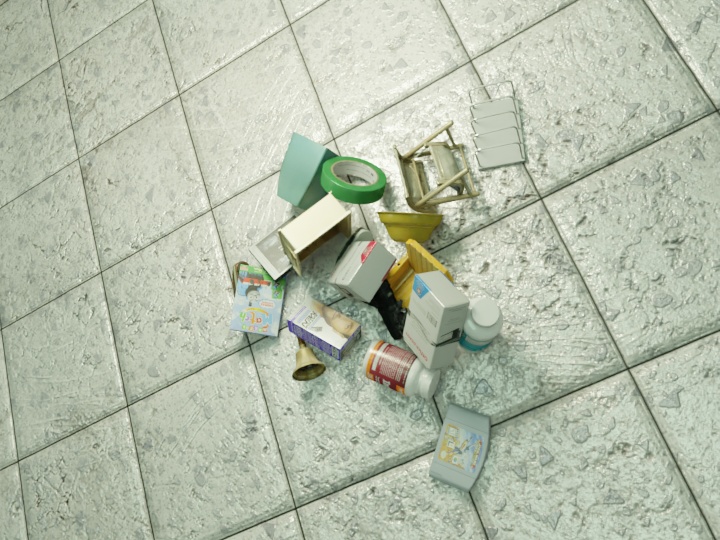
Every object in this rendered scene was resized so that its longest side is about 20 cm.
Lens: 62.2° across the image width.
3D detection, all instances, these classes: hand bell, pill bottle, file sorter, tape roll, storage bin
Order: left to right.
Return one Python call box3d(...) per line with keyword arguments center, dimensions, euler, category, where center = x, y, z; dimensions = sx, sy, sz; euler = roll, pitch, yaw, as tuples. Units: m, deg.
box3d(center=(-0.175, 0.216, 1.794), dimensions=(0.103, 0.104, 0.203), euler=(-26, 57, 13), category="hand bell")
box3d(center=(-0.129, -0.100, 1.754), dimensions=(0.199, 0.199, 0.094), euler=(-38, 73, -14), category="storage bin")
box3d(center=(-0.020, -0.273, 1.792), dimensions=(0.199, 0.199, 0.049), euler=(33, 130, 24), category="tape roll")
box3d(center=(0.113, 0.275, 1.640), dimensions=(0.197, 0.113, 0.115), euler=(19, 84, 24), category="pill bottle")
box3d(center=(0.305, 0.137, 1.544), dimensions=(0.108, 0.201, 0.113), euler=(0, 68, 0), category="pill bottle")
box3d(center=(0.385, -0.414, 1.704), dimensions=(0.136, 0.124, 0.205), euler=(-8, 74, 19), category="file sorter")

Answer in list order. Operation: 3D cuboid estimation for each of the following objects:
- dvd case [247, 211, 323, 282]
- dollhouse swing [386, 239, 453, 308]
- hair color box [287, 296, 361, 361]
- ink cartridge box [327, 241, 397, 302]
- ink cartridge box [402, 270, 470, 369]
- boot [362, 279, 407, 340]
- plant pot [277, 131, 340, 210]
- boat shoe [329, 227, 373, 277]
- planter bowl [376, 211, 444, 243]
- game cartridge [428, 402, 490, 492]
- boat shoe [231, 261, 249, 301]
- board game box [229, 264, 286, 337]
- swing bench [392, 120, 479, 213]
box3d(center=(-0.232, -0.076, 1.874), dimensions=(0.199, 0.025, 0.150), euler=(-39, 66, -13), category="dvd case")
box3d(center=(0.153, 0.047, 1.649), dimensions=(0.182, 0.176, 0.200), euler=(-47, 67, 3), category="dollhouse swing")
box3d(center=(-0.107, 0.168, 1.753), dimensions=(0.198, 0.066, 0.109), euler=(27, 52, 23), category="hair color box")
box3d(center=(0.000, 0.000, 1.669), dimensions=(0.083, 0.199, 0.147), euler=(36, 80, -17), category="ink cartridge box")
box3d(center=(0.189, 0.127, 1.529), dimensions=(0.145, 0.083, 0.203), euler=(51, 141, 46), category="ink cartridge box")
box3d(center=(0.070, 0.113, 1.703), dimensions=(0.073, 0.198, 0.164), euler=(-32, 96, -21), category="boot")
box3d(center=(-0.170, -0.300, 1.883), dimensions=(0.140, 0.141, 0.203), euler=(29, 96, 24), category="plant pot")
box3d(center=(-0.033, -0.038, 1.806), dimensions=(0.202, 0.070, 0.064), euler=(-56, 29, 1), category="boat shoe")
box3d(center=(0.140, -0.121, 1.698), dimensions=(0.196, 0.200, 0.085), euler=(5, 94, 21), category="planter bowl")
box3d(center=(0.269, 0.468, 1.576), dimensions=(0.131, 0.041, 0.204), euler=(14, 82, 28), category="game cartridge")
box3d(center=(-0.373, 0.077, 1.910), dimensions=(0.074, 0.073, 0.207), euler=(-17, 77, 55), category="boat shoe")
box3d(center=(-0.316, 0.094, 1.854), dimensions=(0.148, 0.037, 0.205), euler=(9, 79, -11), category="board game box")
box3d(center=(0.212, -0.287, 1.718), dimensions=(0.197, 0.130, 0.202), euler=(-21, 57, 17), category="swing bench")
